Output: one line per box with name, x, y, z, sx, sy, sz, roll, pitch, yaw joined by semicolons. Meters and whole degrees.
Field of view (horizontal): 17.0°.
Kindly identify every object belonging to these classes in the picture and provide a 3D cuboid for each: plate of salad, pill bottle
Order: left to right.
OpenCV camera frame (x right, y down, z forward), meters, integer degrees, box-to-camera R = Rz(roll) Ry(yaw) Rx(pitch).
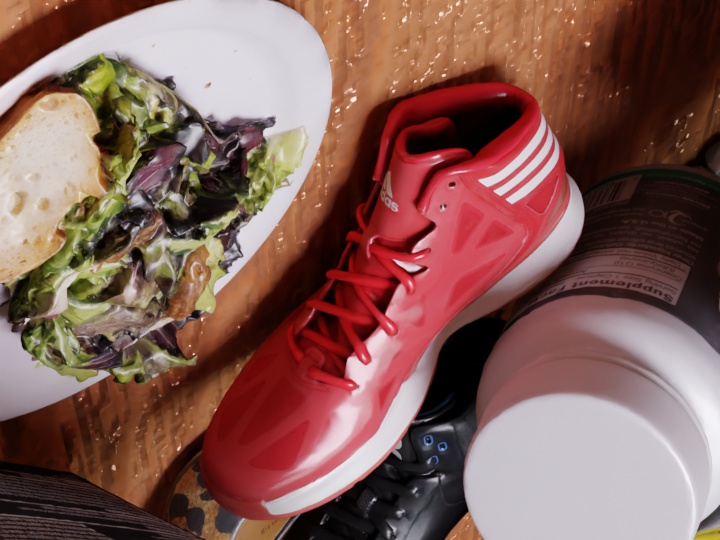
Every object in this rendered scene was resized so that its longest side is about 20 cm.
plate of salad;-0.085;-0.010;0.820;0.200;0.048;0.200;-33;153;-19
pill bottle;0.113;0.044;1.017;0.113;0.113;0.200;-59;179;33

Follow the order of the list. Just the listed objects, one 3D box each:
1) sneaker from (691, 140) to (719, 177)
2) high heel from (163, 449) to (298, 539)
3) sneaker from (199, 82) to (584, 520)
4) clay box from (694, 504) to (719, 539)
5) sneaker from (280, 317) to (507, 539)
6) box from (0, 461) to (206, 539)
sneaker;0.189;0.007;1.149;0.200;0.116;0.075;-51;153;19
high heel;-0.037;0.150;1.029;0.200;0.143;0.071;-43;155;5
sneaker;0.000;0.000;0.947;0.200;0.078;0.116;-48;148;-15
clay box;0.124;0.130;1.083;0.200;0.048;0.115;-23;-176;46
sneaker;0.006;0.097;1.103;0.200;0.073;0.112;-47;152;-6
box;-0.101;0.152;0.844;0.200;0.198;0.124;19;91;-61
